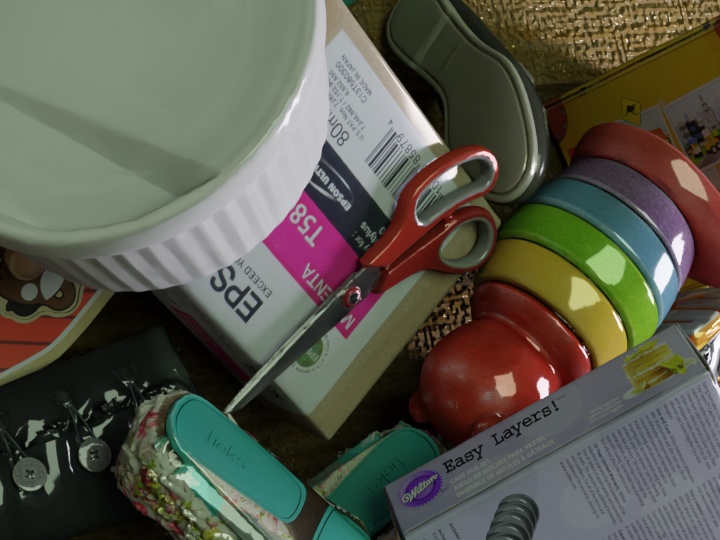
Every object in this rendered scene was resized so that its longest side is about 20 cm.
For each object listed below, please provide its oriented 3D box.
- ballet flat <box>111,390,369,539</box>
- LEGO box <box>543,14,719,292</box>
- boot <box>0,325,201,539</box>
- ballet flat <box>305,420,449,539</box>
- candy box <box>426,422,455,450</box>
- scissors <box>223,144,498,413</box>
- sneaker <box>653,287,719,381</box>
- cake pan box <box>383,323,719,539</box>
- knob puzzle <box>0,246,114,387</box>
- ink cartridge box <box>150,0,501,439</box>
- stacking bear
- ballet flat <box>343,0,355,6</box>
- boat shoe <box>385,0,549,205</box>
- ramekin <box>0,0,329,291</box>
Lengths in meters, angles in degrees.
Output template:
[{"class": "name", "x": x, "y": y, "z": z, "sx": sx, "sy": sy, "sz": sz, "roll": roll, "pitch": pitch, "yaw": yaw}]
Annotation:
[{"class": "ballet flat", "x": -0.044, "y": 0.140, "z": 0.924, "sx": 0.200, "sy": 0.064, "sz": 0.076, "roll": 46, "pitch": 37, "yaw": -8}, {"class": "LEGO box", "x": 0.224, "y": -0.075, "z": 1.146, "sx": 0.077, "sy": 0.200, "sz": 0.150, "roll": -26, "pitch": 92, "yaw": -33}, {"class": "boot", "x": -0.156, "y": 0.134, "z": 0.940, "sx": 0.199, "sy": 0.065, "sz": 0.166, "roll": -19, "pitch": 89, "yaw": -39}, {"class": "ballet flat", "x": -0.030, "y": 0.157, "z": 1.000, "sx": 0.199, "sy": 0.064, "sz": 0.076, "roll": -29, "pitch": 63, "yaw": -18}, {"class": "candy box", "x": 0.127, "y": 0.150, "z": 1.108, "sx": 0.199, "sy": 0.061, "sz": 0.137, "roll": 30, "pitch": 62, "yaw": -22}, {"class": "scissors", "x": 0.000, "y": 0.000, "z": 0.967, "sx": 0.199, "sy": 0.014, "sz": 0.074, "roll": -30, "pitch": 127, "yaw": -27}, {"class": "sneaker", "x": 0.171, "y": 0.081, "z": 1.083, "sx": 0.200, "sy": 0.078, "sz": 0.077, "roll": -45, "pitch": 114, "yaw": -32}, {"class": "cake pan box", "x": 0.135, "y": 0.151, "z": 0.998, "sx": 0.183, "sy": 0.052, "sz": 0.200, "roll": -29, "pitch": 123, "yaw": 5}, {"class": "knob puzzle", "x": -0.193, "y": -0.021, "z": 0.923, "sx": 0.218, "sy": 0.030, "sz": 0.221, "roll": -10, "pitch": 108, "yaw": -31}, {"class": "ink cartridge box", "x": -0.037, "y": -0.034, "z": 0.982, "sx": 0.165, "sy": 0.075, "sz": 0.200, "roll": -51, "pitch": 130, "yaw": -13}, {"class": "stacking bear", "x": 0.111, "y": 0.023, "z": 1.037, "sx": 0.200, "sy": 0.121, "sz": 0.114, "roll": -48, "pitch": 133, "yaw": -22}, {"class": "ballet flat", "x": -0.054, "y": -0.174, "z": 1.066, "sx": 0.068, "sy": 0.068, "sz": 0.200, "roll": 29, "pitch": 29, "yaw": 13}, {"class": "boat shoe", "x": 0.076, "y": -0.104, "z": 1.093, "sx": 0.057, "sy": 0.067, "sz": 0.200, "roll": 22, "pitch": 27, "yaw": -36}, {"class": "ramekin", "x": -0.105, "y": -0.083, "z": 0.852, "sx": 0.201, "sy": 0.094, "sz": 0.204, "roll": -5, "pitch": 64, "yaw": 10}]
